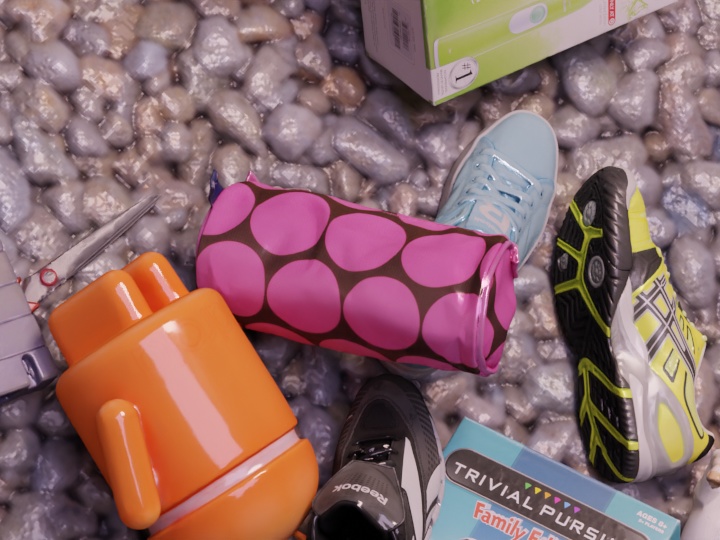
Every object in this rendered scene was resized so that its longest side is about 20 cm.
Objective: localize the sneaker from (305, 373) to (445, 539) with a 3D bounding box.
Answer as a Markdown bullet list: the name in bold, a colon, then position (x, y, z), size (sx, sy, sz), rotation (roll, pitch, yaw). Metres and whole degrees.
- **sneaker**: position (0.008, 0.137, 1.477), size (0.066, 0.091, 0.201), rotation (1, 56, 13)

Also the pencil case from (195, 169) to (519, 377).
- **pencil case**: position (0.000, 0.000, 1.511), size (0.199, 0.091, 0.094), rotation (14, 53, 20)

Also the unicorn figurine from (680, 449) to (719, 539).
- **unicorn figurine**: position (0.228, 0.163, 1.571), size (0.074, 0.137, 0.201), rotation (33, 85, 5)

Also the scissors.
- **scissors**: position (-0.195, 0.018, 1.530), size (0.199, 0.014, 0.074), rotation (-22, 80, -24)

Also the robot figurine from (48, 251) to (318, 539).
- **robot figurine**: position (-0.101, 0.092, 1.476), size (0.116, 0.144, 0.201), rotation (-32, 90, -6)

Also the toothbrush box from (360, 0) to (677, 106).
- **toothbrush box**: position (0.100, -0.216, 1.617), size (0.199, 0.146, 0.086), rotation (-24, 40, -24)

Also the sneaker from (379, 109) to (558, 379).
- **sneaker**: position (0.080, -0.023, 1.592), size (0.074, 0.082, 0.201), rotation (30, 67, -8)

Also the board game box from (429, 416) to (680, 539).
- **board game box**: position (0.078, 0.205, 1.507), size (0.150, 0.047, 0.201), rotation (25, 65, 19)

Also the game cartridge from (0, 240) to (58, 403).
- **game cartridge**: position (-0.280, 0.033, 1.443), size (0.199, 0.038, 0.130), rotation (-18, 76, -41)

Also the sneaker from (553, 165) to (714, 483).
- **sneaker**: position (0.176, 0.033, 1.618), size (0.076, 0.075, 0.202), rotation (-3, 85, -26)
